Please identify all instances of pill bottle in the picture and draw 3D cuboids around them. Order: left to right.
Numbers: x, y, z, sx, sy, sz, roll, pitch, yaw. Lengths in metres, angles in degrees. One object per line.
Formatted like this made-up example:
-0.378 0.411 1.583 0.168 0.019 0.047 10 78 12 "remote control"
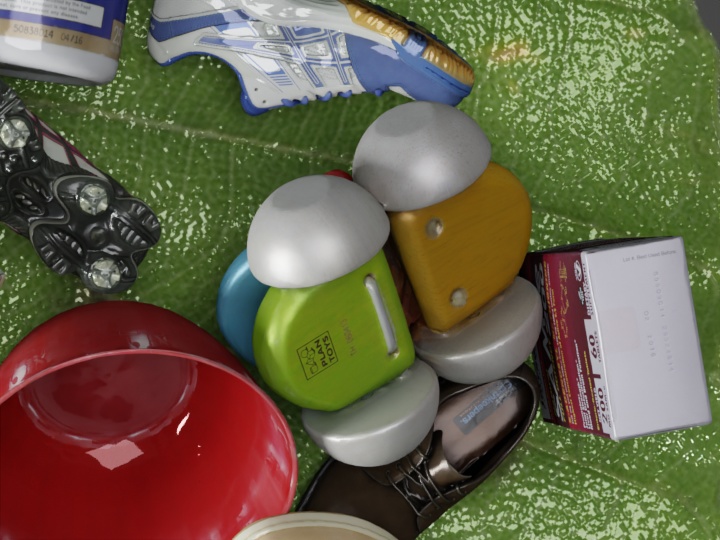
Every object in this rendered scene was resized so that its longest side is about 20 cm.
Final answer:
-0.185 -0.215 1.664 0.115 0.116 0.201 9 89 -8 "pill bottle"

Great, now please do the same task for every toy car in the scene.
0.000 0.000 1.668 0.200 0.150 0.176 -37 124 -28 "toy car"

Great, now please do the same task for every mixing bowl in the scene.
-0.142 0.092 1.651 0.199 0.109 0.201 -7 128 -8 "mixing bowl"

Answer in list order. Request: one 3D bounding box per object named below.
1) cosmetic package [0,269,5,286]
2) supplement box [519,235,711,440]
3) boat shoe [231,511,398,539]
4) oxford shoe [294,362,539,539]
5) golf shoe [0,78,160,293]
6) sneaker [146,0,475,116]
-0.298 0.064 1.627 0.103 0.073 0.201 33 104 11 "cosmetic package"
0.145 0.037 1.666 0.060 0.200 0.110 -9 91 -7 "supplement box"
0.009 0.200 1.669 0.199 0.069 0.074 21 121 -33 "boat shoe"
0.028 0.123 1.708 0.073 0.084 0.200 45 85 -7 "oxford shoe"
-0.208 -0.062 1.653 0.200 0.088 0.077 41 91 -22 "golf shoe"
-0.032 -0.128 1.716 0.199 0.075 0.089 22 98 -1 "sneaker"
